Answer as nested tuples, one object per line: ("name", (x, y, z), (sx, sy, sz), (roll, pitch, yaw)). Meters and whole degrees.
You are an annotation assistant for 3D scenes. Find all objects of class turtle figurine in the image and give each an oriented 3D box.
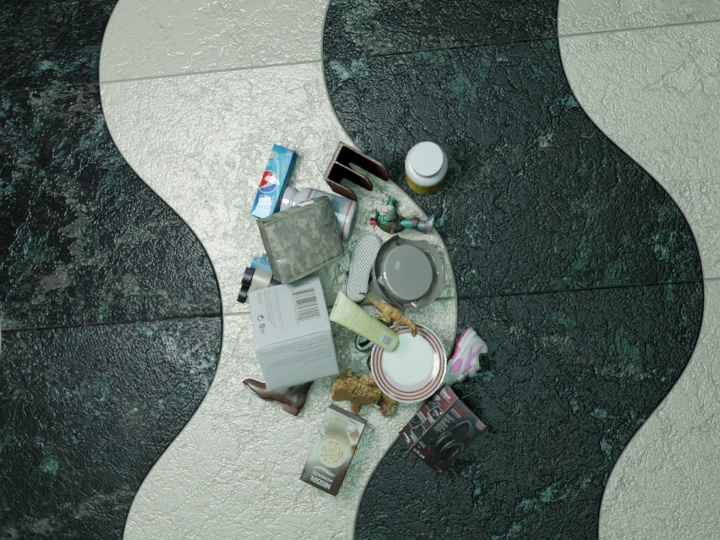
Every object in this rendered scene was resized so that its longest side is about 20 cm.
("turtle figurine", (0.093, -0.145, 1.717), (0.195, 0.150, 0.103), (15, 105, -5))

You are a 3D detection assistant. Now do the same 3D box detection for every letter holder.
("letter holder", (-0.005, -0.237, 1.694), (0.140, 0.200, 0.102), (27, 90, 5))

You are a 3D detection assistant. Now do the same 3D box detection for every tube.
("tube", (0.010, 0.132, 1.621), (0.198, 0.059, 0.052), (34, 111, -26))

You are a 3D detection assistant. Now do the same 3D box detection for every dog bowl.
("dog bowl", (0.119, 0.008, 1.713), (0.195, 0.059, 0.206), (5, 76, -18))

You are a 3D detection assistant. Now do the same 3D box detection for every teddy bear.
("teddy bear", (0.020, 0.322, 1.723), (0.194, 0.068, 0.148), (6, 129, 1))

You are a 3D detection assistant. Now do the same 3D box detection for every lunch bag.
("lunch bag", (-0.145, -0.082, 1.654), (0.196, 0.117, 0.168), (-22, 107, -17))

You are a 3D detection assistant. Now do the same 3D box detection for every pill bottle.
("pill bottle", (-0.110, -0.157, 1.745), (0.195, 0.109, 0.112), (17, 89, 5))
("pill bottle", (0.169, -0.267, 1.682), (0.108, 0.200, 0.115), (0, 87, 4))

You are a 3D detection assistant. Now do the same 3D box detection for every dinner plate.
("dinner plate", (0.124, 0.236, 1.677), (0.194, 0.024, 0.206), (-2, 79, 8))

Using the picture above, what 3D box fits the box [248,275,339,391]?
("box", (-0.170, 0.158, 1.654), (0.195, 0.174, 0.201), (-14, 43, -4))

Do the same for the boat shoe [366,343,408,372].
("boat shoe", (0.107, 0.215, 1.733), (0.197, 0.070, 0.071), (-31, 85, 1))

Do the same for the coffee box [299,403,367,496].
("coffee box", (-0.070, 0.475, 1.729), (0.112, 0.080, 0.205), (22, 89, 5))

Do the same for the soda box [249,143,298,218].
("soda box", (-0.236, -0.235, 1.778), (0.063, 0.068, 0.205), (18, 89, 5))

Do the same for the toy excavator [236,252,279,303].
("toy excavator", (-0.252, -0.022, 1.758), (0.098, 0.202, 0.197), (18, 129, -7))

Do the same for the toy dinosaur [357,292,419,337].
("toy dinosaur", (0.064, 0.098, 1.649), (0.197, 0.106, 0.061), (32, 65, -12))

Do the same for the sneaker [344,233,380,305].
("sneaker", (0.000, 0.000, 1.752), (0.077, 0.080, 0.204), (19, 65, -1))

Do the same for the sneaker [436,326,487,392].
("sneaker", (0.268, 0.254, 1.712), (0.087, 0.081, 0.203), (32, 91, 7))

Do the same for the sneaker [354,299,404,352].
("sneaker", (0.054, 0.138, 1.727), (0.070, 0.093, 0.201), (40, 91, 5))

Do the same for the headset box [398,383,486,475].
("headset box", (0.219, 0.403, 1.679), (0.200, 0.077, 0.149), (-45, 121, 1))

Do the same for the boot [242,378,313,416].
("boot", (-0.198, 0.262, 1.755), (0.183, 0.064, 0.204), (27, 93, -8))
